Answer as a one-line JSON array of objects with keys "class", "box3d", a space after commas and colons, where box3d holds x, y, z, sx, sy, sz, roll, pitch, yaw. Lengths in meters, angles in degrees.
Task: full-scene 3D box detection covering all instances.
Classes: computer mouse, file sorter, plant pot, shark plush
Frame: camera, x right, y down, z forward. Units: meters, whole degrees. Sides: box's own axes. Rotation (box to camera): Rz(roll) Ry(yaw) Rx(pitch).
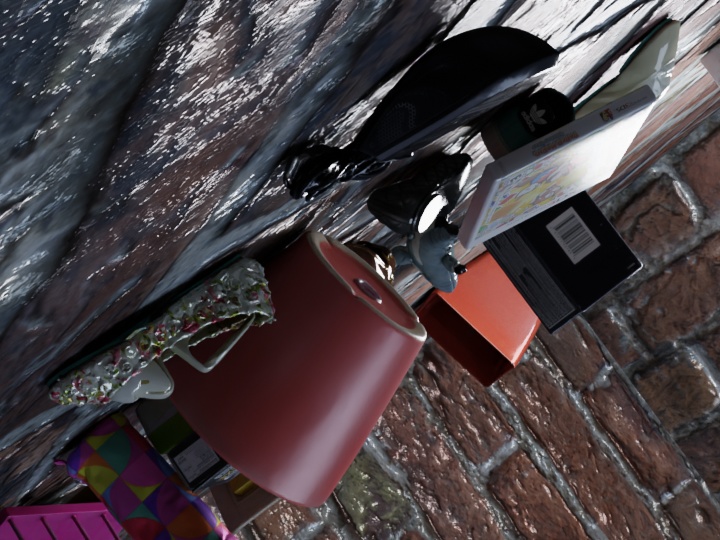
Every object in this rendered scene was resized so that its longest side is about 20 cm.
[{"class": "computer mouse", "box3d": [0.042, -0.117, 1.065, 0.199, 0.053, 0.138, -28, 177, 27]}, {"class": "file sorter", "box3d": [-0.328, 0.350, 1.719, 0.139, 0.126, 0.199, -50, 150, 21]}, {"class": "plant pot", "box3d": [-0.049, 0.076, 1.375, 0.178, 0.200, 0.200, -48, 172, 10]}, {"class": "plant pot", "box3d": [0.240, 0.070, 2.901, 0.176, 0.200, 0.200, -47, 178, -19]}, {"class": "shark plush", "box3d": [0.104, -0.030, 1.841, 0.091, 0.084, 0.200, -33, 173, -23]}]

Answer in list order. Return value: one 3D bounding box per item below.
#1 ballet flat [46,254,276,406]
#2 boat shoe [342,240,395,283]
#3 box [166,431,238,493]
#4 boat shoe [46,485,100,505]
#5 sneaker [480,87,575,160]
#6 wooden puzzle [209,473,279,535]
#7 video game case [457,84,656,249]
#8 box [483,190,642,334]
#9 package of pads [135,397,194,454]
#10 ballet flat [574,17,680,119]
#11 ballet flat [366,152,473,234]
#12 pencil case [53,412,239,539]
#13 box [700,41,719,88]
[{"class": "ballet flat", "box3d": [-0.148, 0.060, 1.220, 0.199, 0.064, 0.076, -34, 174, -18]}, {"class": "boat shoe", "box3d": [0.000, 0.000, 1.637, 0.200, 0.071, 0.068, 74, 37, -75]}, {"class": "box", "box3d": [-0.091, 0.145, 1.604, 0.199, 0.050, 0.158, -38, 171, 5]}, {"class": "boat shoe", "box3d": [-0.356, 0.309, 1.855, 0.199, 0.071, 0.069, -31, -176, 5]}, {"class": "sneaker", "box3d": [0.190, -0.140, 1.569, 0.080, 0.072, 0.200, -34, 174, 22]}, {"class": "wooden puzzle", "box3d": [-0.110, 0.164, 1.733, 0.200, 0.186, 0.037, -40, 145, 14]}, {"class": "video game case", "box3d": [0.189, -0.098, 1.537, 0.181, 0.023, 0.200, -27, 166, -12]}, {"class": "box", "box3d": [0.283, -0.034, 2.267, 0.123, 0.201, 0.198, -35, 174, -12]}, {"class": "package of pads", "box3d": [-0.130, 0.109, 1.657, 0.199, 0.068, 0.154, -37, 172, 10]}, {"class": "ballet flat", "box3d": [0.312, -0.208, 1.771, 0.069, 0.070, 0.200, -31, 171, -38]}, {"class": "ballet flat", "box3d": [0.064, -0.082, 1.489, 0.067, 0.056, 0.200, -69, 167, 20]}, {"class": "pencil case", "box3d": [-0.214, 0.237, 1.581, 0.088, 0.200, 0.088, -44, 174, -6]}, {"class": "box", "box3d": [0.654, -0.305, 2.312, 0.199, 0.201, 0.171, -40, 175, 32]}]
